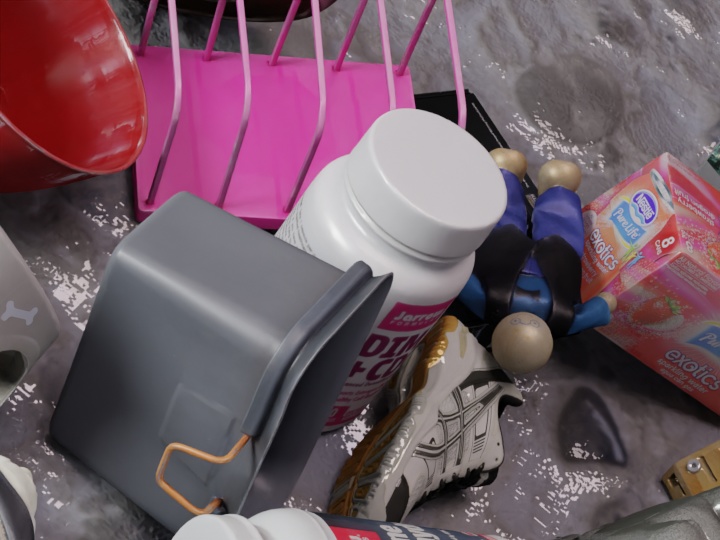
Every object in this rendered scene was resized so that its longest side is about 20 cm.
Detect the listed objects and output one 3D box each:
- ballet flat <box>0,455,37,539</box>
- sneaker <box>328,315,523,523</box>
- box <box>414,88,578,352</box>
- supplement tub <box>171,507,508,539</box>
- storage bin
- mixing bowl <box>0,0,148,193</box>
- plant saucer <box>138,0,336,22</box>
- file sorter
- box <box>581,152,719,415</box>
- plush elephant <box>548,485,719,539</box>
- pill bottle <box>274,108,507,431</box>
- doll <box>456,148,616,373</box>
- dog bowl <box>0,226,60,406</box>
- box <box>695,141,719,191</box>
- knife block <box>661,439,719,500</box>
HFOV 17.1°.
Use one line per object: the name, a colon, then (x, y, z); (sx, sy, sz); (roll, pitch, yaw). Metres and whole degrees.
ballet flat: (-0.219, 0.109, 1.311); (0.073, 0.073, 0.200); (-16, 60, -45)
sneaker: (0.050, 0.115, 1.500); (0.088, 0.076, 0.200); (42, 44, -11)
box: (0.061, -0.034, 1.676); (0.160, 0.044, 0.200); (-9, 58, -42)
supplement tub: (-0.004, 0.206, 1.317); (0.200, 0.140, 0.140); (11, 46, -29)
storage bin: (-0.093, 0.063, 1.363); (0.134, 0.200, 0.146); (31, 38, 10)
mixing bowl: (-0.236, -0.124, 1.469); (0.200, 0.108, 0.200); (44, 30, -34)
plant saucer: (-0.102, -0.205, 1.636); (0.200, 0.200, 0.032); (11, 82, -28)
file sorter: (-0.043, -0.117, 1.569); (0.200, 0.125, 0.139); (3, 56, -15)
box: (0.248, 0.021, 1.683); (0.200, 0.095, 0.103); (34, 37, -31)
plush elephant: (0.200, 0.223, 1.454); (0.165, 0.200, 0.155); (-18, 87, -44)
pill bottle: (0.000, 0.000, 1.474); (0.113, 0.200, 0.113); (20, 42, -19)
doll: (0.106, -0.002, 1.596); (0.136, 0.048, 0.200); (12, 39, -5)
dog bowl: (-0.241, -0.017, 1.316); (0.059, 0.200, 0.200); (-39, 77, -13)
box: (0.334, -0.016, 1.796); (0.200, 0.144, 0.036); (41, 80, 6)
knife block: (0.324, 0.152, 1.691); (0.200, 0.176, 0.064); (-27, 60, 0)
